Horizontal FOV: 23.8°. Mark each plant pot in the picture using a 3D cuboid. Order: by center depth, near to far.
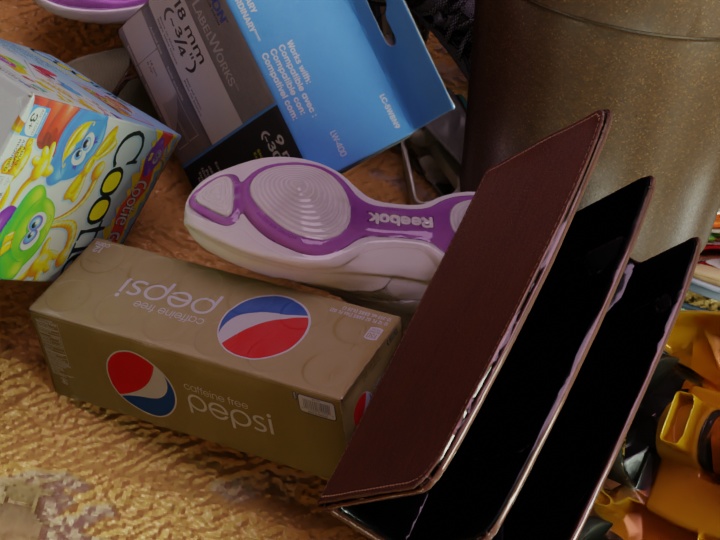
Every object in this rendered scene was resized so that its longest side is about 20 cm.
[{"bbox_3d":[0.142,-0.118,0.951,0.198,0.200,0.201,7,29,-4],"label":"plant pot"}]

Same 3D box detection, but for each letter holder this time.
[{"bbox_3d":[0.086,0.042,0.802,0.100,0.142,0.201,32,69,-11],"label":"letter holder"}]

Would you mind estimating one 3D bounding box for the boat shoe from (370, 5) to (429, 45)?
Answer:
[{"bbox_3d":[0.011,-0.175,1.150,0.072,0.072,0.201,24,38,-34],"label":"boat shoe"}]

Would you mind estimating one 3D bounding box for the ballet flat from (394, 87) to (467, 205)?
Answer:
[{"bbox_3d":[0.071,-0.034,1.062,0.063,0.068,0.201,-19,51,-14],"label":"ballet flat"}]

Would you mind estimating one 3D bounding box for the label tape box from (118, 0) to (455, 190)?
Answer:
[{"bbox_3d":[-0.050,-0.117,0.977,0.063,0.200,0.145,-27,91,-32],"label":"label tape box"}]

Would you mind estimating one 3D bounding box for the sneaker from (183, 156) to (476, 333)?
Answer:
[{"bbox_3d":[0.000,0.000,0.928,0.198,0.100,0.075,11,48,-2],"label":"sneaker"}]

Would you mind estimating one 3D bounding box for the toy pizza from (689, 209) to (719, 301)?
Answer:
[{"bbox_3d":[0.247,-0.015,1.041,0.198,0.032,0.200,11,18,-3],"label":"toy pizza"}]

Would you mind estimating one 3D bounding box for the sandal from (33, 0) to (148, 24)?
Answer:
[{"bbox_3d":[-0.120,-0.209,1.113,0.201,0.050,0.083,-9,54,-21],"label":"sandal"}]

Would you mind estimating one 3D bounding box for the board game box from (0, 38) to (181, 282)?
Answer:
[{"bbox_3d":[-0.195,-0.062,0.920,0.104,0.104,0.200,31,7,14],"label":"board game box"}]

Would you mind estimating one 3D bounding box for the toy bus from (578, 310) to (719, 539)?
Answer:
[{"bbox_3d":[0.198,0.147,0.883,0.135,0.192,0.202,14,75,39],"label":"toy bus"}]

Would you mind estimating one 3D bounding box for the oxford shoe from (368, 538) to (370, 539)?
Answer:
[{"bbox_3d":[0.038,0.109,0.904,0.084,0.072,0.201,38,30,-40],"label":"oxford shoe"}]

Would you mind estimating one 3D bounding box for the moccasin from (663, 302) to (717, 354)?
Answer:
[{"bbox_3d":[0.227,0.057,0.990,0.198,0.069,0.081,7,36,-30],"label":"moccasin"}]

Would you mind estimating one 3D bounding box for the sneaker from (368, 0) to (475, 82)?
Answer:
[{"bbox_3d":[0.055,-0.160,1.065,0.113,0.075,0.202,-13,78,-45],"label":"sneaker"}]

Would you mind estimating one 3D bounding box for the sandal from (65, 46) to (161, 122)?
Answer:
[{"bbox_3d":[-0.115,-0.135,1.101,0.200,0.058,0.080,-24,61,-31],"label":"sandal"}]

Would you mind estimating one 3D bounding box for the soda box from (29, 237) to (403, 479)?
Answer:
[{"bbox_3d":[-0.075,0.045,0.914,0.198,0.064,0.068,15,45,26],"label":"soda box"}]
